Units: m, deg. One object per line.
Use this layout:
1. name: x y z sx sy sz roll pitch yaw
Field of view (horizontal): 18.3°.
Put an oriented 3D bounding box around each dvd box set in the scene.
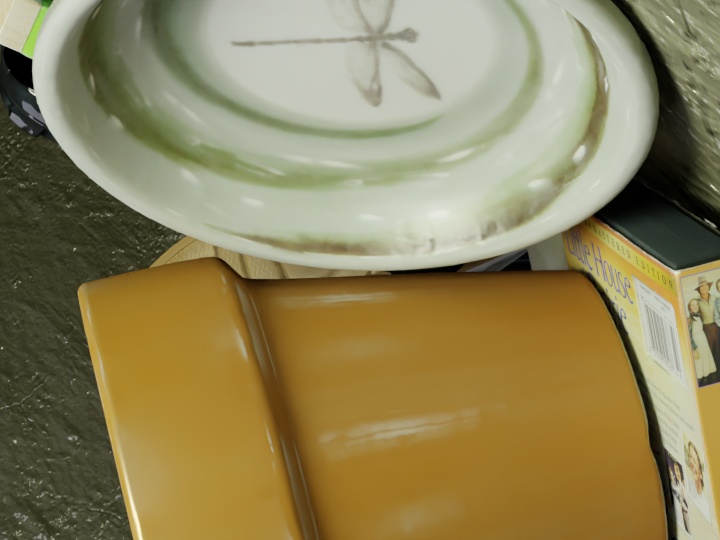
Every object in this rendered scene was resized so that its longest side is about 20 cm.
1. dvd box set: 0.118 0.073 0.814 0.146 0.029 0.201 -132 28 -73

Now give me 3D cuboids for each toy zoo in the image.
1. toy zoo: -0.043 -0.070 0.848 0.199 0.021 0.131 22 -166 -16

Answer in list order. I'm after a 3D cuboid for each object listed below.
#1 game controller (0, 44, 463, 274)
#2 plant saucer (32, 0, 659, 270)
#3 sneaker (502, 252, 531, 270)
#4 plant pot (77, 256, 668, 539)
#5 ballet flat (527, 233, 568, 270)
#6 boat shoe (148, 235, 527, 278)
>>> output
1. game controller: -0.049 -0.054 0.882 0.199 0.042 0.105 22 -152 -18
2. plant saucer: -0.004 -0.069 0.724 0.200 0.199 0.050 49 -142 -51
3. sneaker: 0.081 0.004 1.085 0.199 0.082 0.073 20 154 31
4. plant pot: 0.008 0.080 0.826 0.200 0.182 0.201 166 90 -84
5. ballet flat: 0.126 0.044 0.946 0.200 0.070 0.069 43 178 -37
6. boat shoe: 0.000 0.000 0.985 0.069 0.199 0.071 37 -143 -71
